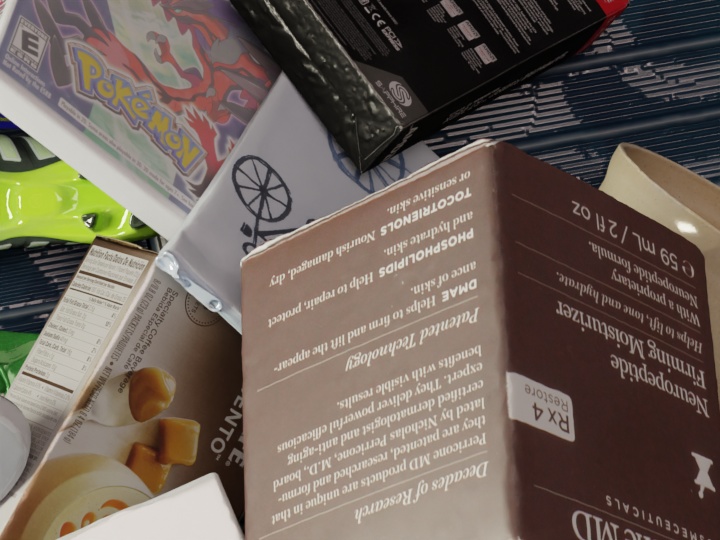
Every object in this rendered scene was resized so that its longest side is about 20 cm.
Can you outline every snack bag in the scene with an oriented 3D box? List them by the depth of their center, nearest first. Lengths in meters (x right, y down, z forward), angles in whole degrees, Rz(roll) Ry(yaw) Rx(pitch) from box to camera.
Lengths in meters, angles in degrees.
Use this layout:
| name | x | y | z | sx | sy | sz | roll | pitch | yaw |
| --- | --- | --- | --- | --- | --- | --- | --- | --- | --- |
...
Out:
| name | x | y | z | sx | sy | sz | roll | pitch | yaw |
| --- | --- | --- | --- | --- | --- | --- | --- | --- | --- |
| snack bag | 0.000 | 0.000 | 1.518 | 0.189 | 0.021 | 0.200 | 44 | 44 | -14 |

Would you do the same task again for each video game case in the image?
| name | x | y | z | sx | sy | sz | roll | pitch | yaw |
| --- | --- | --- | --- | --- | --- | --- | --- | --- | --- |
| video game case | -0.096 | -0.101 | 1.518 | 0.200 | 0.023 | 0.183 | 38 | 42 | -24 |

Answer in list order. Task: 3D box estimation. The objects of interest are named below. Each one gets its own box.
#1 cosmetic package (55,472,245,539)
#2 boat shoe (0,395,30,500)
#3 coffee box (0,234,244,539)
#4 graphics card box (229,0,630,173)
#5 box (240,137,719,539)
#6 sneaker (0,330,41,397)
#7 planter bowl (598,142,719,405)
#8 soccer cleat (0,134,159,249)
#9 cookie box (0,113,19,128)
| name | x | y | z | sx | sy | sz | roll | pitch | yaw |
| --- | --- | --- | --- | --- | --- | --- | --- | --- | --- |
| cosmetic package | -0.073 | 0.207 | 1.376 | 0.101 | 0.071 | 0.200 | -23 | 80 | -9 |
| boat shoe | -0.243 | 0.098 | 1.461 | 0.200 | 0.065 | 0.074 | -23 | 121 | 22 |
| coffee box | -0.122 | 0.099 | 1.483 | 0.114 | 0.080 | 0.200 | 34 | 80 | -28 |
| graphics card box | 0.037 | -0.144 | 1.574 | 0.200 | 0.051 | 0.126 | -31 | 81 | -43 |
| box | 0.057 | 0.078 | 1.375 | 0.166 | 0.164 | 0.201 | 25 | 52 | -42 |
| sneaker | -0.219 | 0.058 | 1.511 | 0.199 | 0.084 | 0.074 | 2 | 75 | -10 |
| planter bowl | 0.180 | 0.044 | 1.527 | 0.200 | 0.200 | 0.135 | 34 | 101 | 2 |
| soccer cleat | -0.177 | -0.041 | 1.556 | 0.199 | 0.081 | 0.068 | 3 | 92 | 15 |
| cookie box | -0.225 | -0.176 | 1.520 | 0.171 | 0.075 | 0.200 | -2 | 62 | -47 |
